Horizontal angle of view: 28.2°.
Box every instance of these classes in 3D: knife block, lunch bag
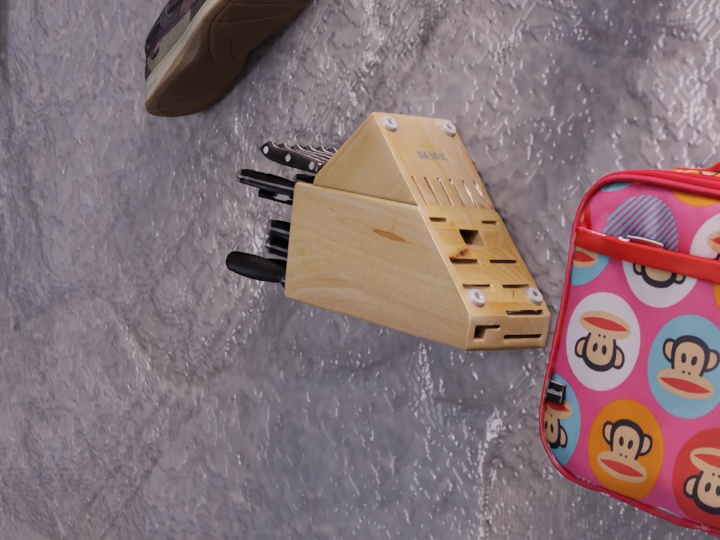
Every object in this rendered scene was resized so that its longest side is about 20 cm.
[{"bbox_3d":[0.000,0.000,0.832,0.176,0.064,0.200,-47,57,38],"label":"knife block"},{"bbox_3d":[0.180,0.029,0.622,0.200,0.082,0.176,16,97,46],"label":"lunch bag"}]

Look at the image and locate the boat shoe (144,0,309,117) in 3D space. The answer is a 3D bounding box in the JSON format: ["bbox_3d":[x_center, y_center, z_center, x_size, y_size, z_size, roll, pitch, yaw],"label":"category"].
[{"bbox_3d":[-0.091,-0.175,0.933,0.200,0.072,0.065,-42,64,46],"label":"boat shoe"}]
